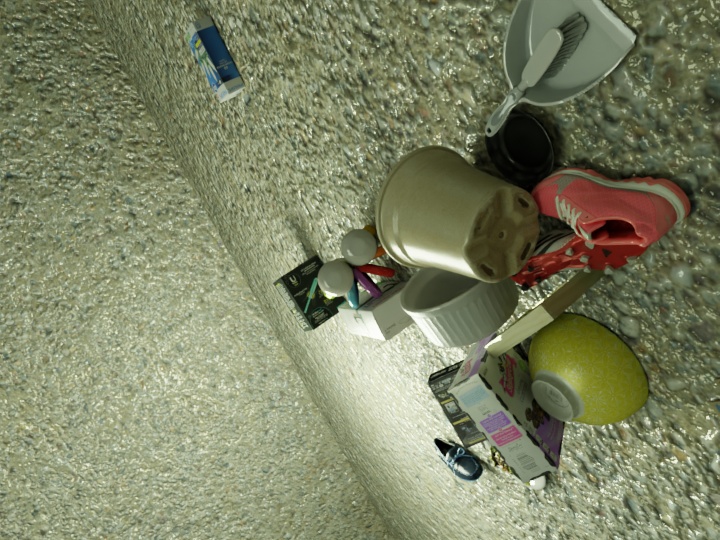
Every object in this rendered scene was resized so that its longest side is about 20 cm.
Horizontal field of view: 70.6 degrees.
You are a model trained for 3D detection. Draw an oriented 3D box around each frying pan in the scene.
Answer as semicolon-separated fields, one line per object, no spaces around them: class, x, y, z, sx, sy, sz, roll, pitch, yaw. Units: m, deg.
frying pan;0.243;-0.142;0.723;0.191;0.031;0.115;60;157;-14

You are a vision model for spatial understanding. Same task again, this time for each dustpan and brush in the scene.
dustpan and brush;0.212;-0.239;0.622;0.140;0.057;0.200;52;157;12

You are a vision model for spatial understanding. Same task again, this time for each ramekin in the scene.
ramekin;0.178;0.044;0.893;0.098;0.200;0.200;56;158;-17

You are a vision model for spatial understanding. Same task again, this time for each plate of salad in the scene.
plate of salad;0.361;0.454;1.238;0.200;0.048;0.201;44;154;28

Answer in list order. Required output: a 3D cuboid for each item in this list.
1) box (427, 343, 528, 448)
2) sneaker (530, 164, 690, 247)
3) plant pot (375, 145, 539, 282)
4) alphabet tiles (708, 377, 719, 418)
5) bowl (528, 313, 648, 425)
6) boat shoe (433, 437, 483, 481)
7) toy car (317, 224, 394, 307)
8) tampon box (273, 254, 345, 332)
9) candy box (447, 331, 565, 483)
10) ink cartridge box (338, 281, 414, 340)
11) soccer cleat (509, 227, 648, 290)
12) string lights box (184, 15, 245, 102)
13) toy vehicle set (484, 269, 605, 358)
box;0.258;0.244;1.011;0.162;0.199;0.049;59;-161;-3
sneaker;0.285;-0.076;0.632;0.200;0.087;0.074;19;147;53
plant pot;0.153;-0.073;0.753;0.183;0.200;0.201;32;147;56
alphabet tiles;0.537;0.209;0.616;0.200;0.006;0.166;54;157;6
bowl;0.347;0.182;0.837;0.200;0.107;0.201;45;155;28
boat shoe;0.274;0.554;1.494;0.069;0.084;0.200;52;158;-20
toy car;0.000;0.000;1.205;0.150;0.200;0.175;37;-175;1
tampon box;-0.167;0.079;1.683;0.201;0.149;0.126;58;157;-3
candy box;0.260;0.228;0.885;0.200;0.168;0.071;50;123;1
ink cartridge box;0.055;0.095;1.263;0.085;0.146;0.200;63;156;-11
soccer cleat;0.298;-0.031;0.715;0.199;0.085;0.069;-23;117;45
string lights box;-0.406;-0.586;1.422;0.103;0.059;0.201;5;124;61
toy vehicle set;0.282;0.067;0.797;0.027;0.124;0.200;51;157;14
